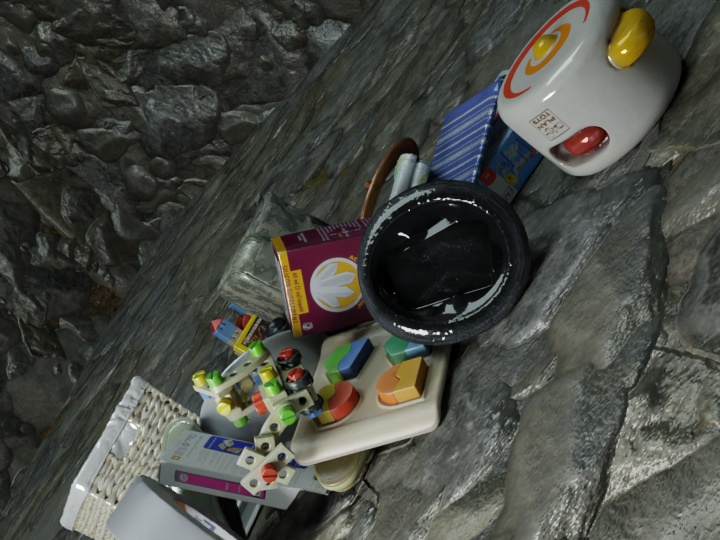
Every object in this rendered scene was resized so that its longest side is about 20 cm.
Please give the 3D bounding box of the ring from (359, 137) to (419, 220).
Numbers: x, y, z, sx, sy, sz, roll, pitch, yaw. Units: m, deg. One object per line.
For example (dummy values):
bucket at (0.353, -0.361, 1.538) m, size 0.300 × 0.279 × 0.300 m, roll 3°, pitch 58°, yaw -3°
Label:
ring at (0.035, -0.095, 1.681) m, size 0.201 × 0.019 × 0.201 m, roll -54°, pitch -24°, yaw -38°

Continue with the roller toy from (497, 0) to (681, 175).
roller toy at (0.248, -0.211, 1.303) m, size 0.183 × 0.140 × 0.200 m, roll -51°, pitch 16°, yaw 10°

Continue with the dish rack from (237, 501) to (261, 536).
dish rack at (-0.197, 0.331, 1.605) m, size 0.200 × 0.043 × 0.172 m, roll -35°, pitch 24°, yaw 50°

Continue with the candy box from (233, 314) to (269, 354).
candy box at (-0.101, 0.062, 1.799) m, size 0.200 × 0.102 × 0.026 m, roll -60°, pitch -1°, yaw -21°

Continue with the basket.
basket at (-0.322, 0.301, 1.736) m, size 0.199 × 0.160 × 0.200 m, roll -64°, pitch 2°, yaw -33°

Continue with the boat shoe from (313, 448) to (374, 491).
boat shoe at (-0.009, 0.184, 1.369) m, size 0.073 × 0.063 × 0.201 m, roll -21°, pitch 33°, yaw 17°

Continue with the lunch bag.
lunch bag at (-0.088, -0.008, 1.730) m, size 0.168 × 0.199 × 0.139 m, roll -68°, pitch 11°, yaw -24°

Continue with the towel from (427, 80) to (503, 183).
towel at (0.127, -0.136, 1.505) m, size 0.145 × 0.024 × 0.201 m, roll -28°, pitch 42°, yaw 62°

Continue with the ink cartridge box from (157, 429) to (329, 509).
ink cartridge box at (-0.127, 0.234, 1.368) m, size 0.095 × 0.199 × 0.037 m, roll -57°, pitch -25°, yaw -73°

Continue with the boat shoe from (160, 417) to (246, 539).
boat shoe at (-0.193, 0.279, 1.453) m, size 0.071 × 0.202 × 0.061 m, roll -18°, pitch -4°, yaw 10°

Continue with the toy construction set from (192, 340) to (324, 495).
toy construction set at (-0.110, 0.151, 1.307) m, size 0.131 × 0.092 × 0.200 m, roll -27°, pitch 36°, yaw -4°

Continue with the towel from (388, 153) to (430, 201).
towel at (0.045, -0.057, 1.579) m, size 0.171 × 0.048 × 0.201 m, roll -43°, pitch -31°, yaw -88°

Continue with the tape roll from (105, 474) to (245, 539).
tape roll at (-0.184, 0.312, 1.314) m, size 0.066 × 0.200 × 0.200 m, roll -54°, pitch 15°, yaw -9°

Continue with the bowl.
bowl at (-0.094, 0.175, 1.472) m, size 0.201 × 0.201 × 0.090 m, roll -50°, pitch 57°, yaw 12°

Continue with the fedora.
fedora at (0.100, -0.007, 1.325) m, size 0.201 × 0.201 × 0.092 m, roll -50°, pitch -18°, yaw 9°

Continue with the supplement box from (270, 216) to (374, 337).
supplement box at (0.000, 0.000, 1.436) m, size 0.199 × 0.111 × 0.086 m, roll -12°, pitch 15°, yaw -7°

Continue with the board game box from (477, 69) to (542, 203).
board game box at (0.191, -0.180, 1.559) m, size 0.196 × 0.056 × 0.200 m, roll -55°, pitch 15°, yaw -5°

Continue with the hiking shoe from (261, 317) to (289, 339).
hiking shoe at (-0.091, 0.114, 1.656) m, size 0.076 × 0.101 × 0.200 m, roll -57°, pitch 16°, yaw -11°

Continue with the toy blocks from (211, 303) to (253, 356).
toy blocks at (-0.148, 0.069, 1.843) m, size 0.200 × 0.136 × 0.100 m, roll -59°, pitch 12°, yaw -21°

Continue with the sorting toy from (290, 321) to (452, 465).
sorting toy at (0.014, 0.120, 1.336) m, size 0.184 × 0.037 × 0.200 m, roll -19°, pitch 32°, yaw 23°
